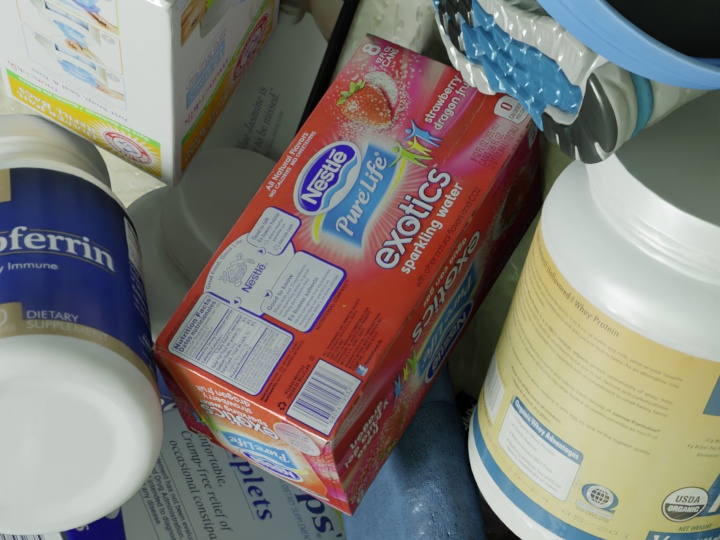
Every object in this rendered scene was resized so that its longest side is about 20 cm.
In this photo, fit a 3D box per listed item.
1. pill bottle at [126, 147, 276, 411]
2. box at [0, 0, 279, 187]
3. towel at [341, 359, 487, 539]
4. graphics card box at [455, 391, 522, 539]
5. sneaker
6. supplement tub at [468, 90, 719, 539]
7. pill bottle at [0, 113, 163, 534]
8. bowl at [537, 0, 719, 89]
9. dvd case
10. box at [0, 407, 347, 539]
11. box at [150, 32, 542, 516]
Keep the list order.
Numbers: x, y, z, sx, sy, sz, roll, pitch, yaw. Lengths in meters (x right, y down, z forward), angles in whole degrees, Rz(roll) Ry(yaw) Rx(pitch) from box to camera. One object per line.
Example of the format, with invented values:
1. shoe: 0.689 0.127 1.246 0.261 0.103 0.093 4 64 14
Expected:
1. pill bottle: -0.103 0.023 0.970 0.111 0.111 0.200 44 134 3
2. box: -0.102 -0.139 0.801 0.101 0.113 0.200 28 160 4
3. towel: 0.022 0.090 0.903 0.112 0.048 0.201 122 142 -55
4. graphics card box: 0.102 0.174 0.973 0.200 0.051 0.126 37 130 11
5. sneaker: 0.095 -0.113 0.778 0.200 0.086 0.075 -128 24 -50
6. supplement tub: 0.140 0.030 0.808 0.144 0.145 0.201 27 127 16
7. pill bottle: -0.160 0.018 0.837 0.115 0.200 0.116 -7 130 -8
8. bowl: 0.125 -0.163 0.641 0.201 0.200 0.039 56 154 -7
9. dvd case: -0.103 -0.143 0.945 0.200 0.018 0.143 33 129 13
10. box: -0.112 0.161 0.979 0.184 0.199 0.105 -47 63 46
11. box: 0.000 0.000 0.834 0.099 0.200 0.096 25 157 18
